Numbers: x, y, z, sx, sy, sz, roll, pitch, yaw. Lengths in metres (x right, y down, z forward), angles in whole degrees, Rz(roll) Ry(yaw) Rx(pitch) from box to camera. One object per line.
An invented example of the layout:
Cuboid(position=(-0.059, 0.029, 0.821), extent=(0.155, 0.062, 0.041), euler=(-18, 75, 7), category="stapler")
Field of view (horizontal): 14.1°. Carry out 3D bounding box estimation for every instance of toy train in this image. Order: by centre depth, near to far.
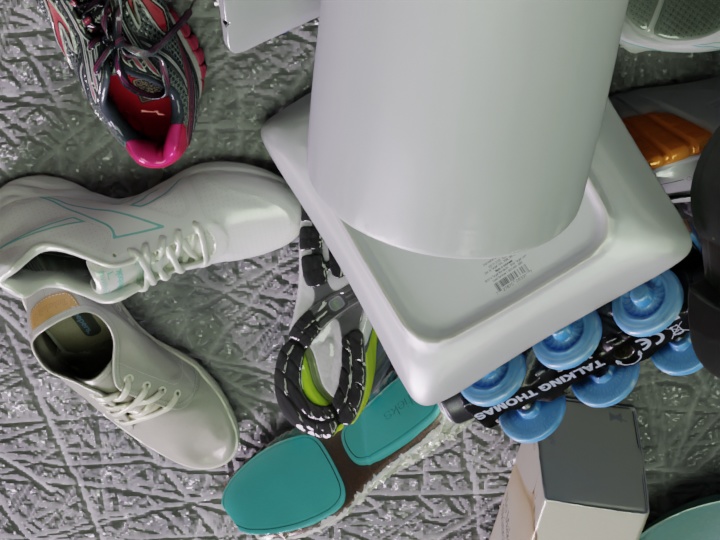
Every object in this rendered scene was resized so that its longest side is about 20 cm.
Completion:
Cuboid(position=(0.131, 0.023, 1.776), extent=(0.200, 0.115, 0.087), euler=(-26, 144, 17), category="toy train")

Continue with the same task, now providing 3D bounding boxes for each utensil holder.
Cuboid(position=(0.058, -0.132, 1.551), extent=(0.169, 0.170, 0.201), euler=(4, 127, -5), category="utensil holder")

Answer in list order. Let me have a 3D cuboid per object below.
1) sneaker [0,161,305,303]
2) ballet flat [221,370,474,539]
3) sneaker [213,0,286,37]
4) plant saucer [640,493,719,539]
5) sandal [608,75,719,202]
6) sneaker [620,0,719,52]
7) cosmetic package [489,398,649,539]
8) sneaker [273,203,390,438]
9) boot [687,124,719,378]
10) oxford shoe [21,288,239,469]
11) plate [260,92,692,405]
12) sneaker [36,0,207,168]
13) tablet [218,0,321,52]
Cuboid(position=(-0.130, -0.015, 1.761), extent=(0.199, 0.080, 0.071), euler=(-6, 128, 1), category="sneaker")
Cuboid(position=(0.001, 0.121, 1.888), extent=(0.200, 0.072, 0.072), euler=(-31, 125, 29), category="ballet flat")
Cuboid(position=(-0.044, -0.213, 1.597), extent=(0.089, 0.079, 0.201), euler=(0, 130, 2), category="sneaker")
Cuboid(position=(0.260, 0.215, 1.993), extent=(0.199, 0.036, 0.200), euler=(-1, 131, -1), category="plant saucer")
Cuboid(position=(0.204, -0.073, 1.722), extent=(0.206, 0.079, 0.059), euler=(-14, 127, 7), category="sandal")
Cuboid(position=(0.234, -0.165, 1.652), extent=(0.199, 0.071, 0.080), euler=(-8, 172, -12), category="sneaker")
Cuboid(position=(0.129, 0.192, 1.926), extent=(0.073, 0.104, 0.200), euler=(8, 128, -7), category="cosmetic package")
Cuboid(position=(0.000, 0.000, 1.786), extent=(0.074, 0.081, 0.201), euler=(23, 112, 14), category="sneaker")
Cuboid(position=(0.272, -0.036, 1.710), extent=(0.174, 0.069, 0.201), euler=(-24, 135, -37), category="boot")
Cuboid(position=(-0.148, 0.070, 1.846), extent=(0.075, 0.058, 0.200), euler=(-28, 127, 17), category="oxford shoe")
Cuboid(position=(0.062, -0.047, 1.695), extent=(0.199, 0.032, 0.200), euler=(-31, 88, 19), category="plate")
Cuboid(position=(-0.141, -0.148, 1.651), extent=(0.080, 0.075, 0.200), euler=(-20, 127, 15), category="sneaker")
Cuboid(position=(0.005, -0.206, 1.582), extent=(0.200, 0.014, 0.130), euler=(-26, 134, -21), category="tablet")
